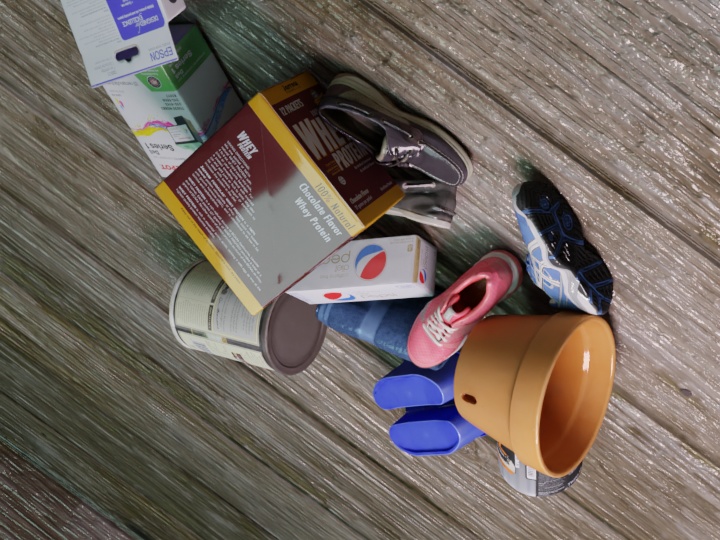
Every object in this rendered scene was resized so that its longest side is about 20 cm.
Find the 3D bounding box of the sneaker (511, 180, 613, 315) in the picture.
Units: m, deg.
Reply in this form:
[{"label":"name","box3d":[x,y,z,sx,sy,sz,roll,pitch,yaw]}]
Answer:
[{"label":"sneaker","box3d":[0.220,-0.019,1.461,0.077,0.076,0.200,-5,130,42]}]

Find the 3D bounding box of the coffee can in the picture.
[{"label":"coffee can","box3d":[-0.171,0.067,1.902,0.199,0.147,0.147,11,142,35]}]

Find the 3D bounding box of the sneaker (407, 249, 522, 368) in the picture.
[{"label":"sneaker","box3d":[0.115,0.051,1.577,0.074,0.087,0.200,47,118,12]}]

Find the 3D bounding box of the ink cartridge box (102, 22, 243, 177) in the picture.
[{"label":"ink cartridge box","box3d":[-0.239,-0.217,1.635,0.144,0.084,0.200,7,140,39]}]

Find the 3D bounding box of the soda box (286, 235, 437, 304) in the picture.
[{"label":"soda box","box3d":[0.000,0.000,1.658,0.199,0.069,0.064,-4,162,30]}]

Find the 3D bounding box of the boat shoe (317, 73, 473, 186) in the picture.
[{"label":"boat shoe","box3d":[0.038,-0.153,1.469,0.200,0.065,0.072,35,148,-1]}]

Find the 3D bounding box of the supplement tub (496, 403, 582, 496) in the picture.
[{"label":"supplement tub","box3d":[0.245,0.212,1.713,0.122,0.123,0.201,21,146,24]}]

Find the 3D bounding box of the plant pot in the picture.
[{"label":"plant pot","box3d":[0.207,0.138,1.540,0.139,0.200,0.201,14,144,34]}]

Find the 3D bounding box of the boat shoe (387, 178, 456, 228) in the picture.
[{"label":"boat shoe","box3d":[0.038,-0.100,1.567,0.199,0.057,0.067,17,-179,35]}]

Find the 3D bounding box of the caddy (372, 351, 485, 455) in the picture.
[{"label":"caddy","box3d":[0.114,0.190,1.836,0.200,0.105,0.142,-13,101,52]}]

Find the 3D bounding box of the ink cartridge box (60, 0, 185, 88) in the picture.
[{"label":"ink cartridge box","box3d":[-0.295,-0.335,1.505,0.198,0.043,0.201,-4,108,47]}]

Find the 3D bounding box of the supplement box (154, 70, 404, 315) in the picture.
[{"label":"supplement box","box3d":[-0.096,-0.094,1.506,0.200,0.133,0.198,-38,91,30]}]

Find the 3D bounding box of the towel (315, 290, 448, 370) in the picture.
[{"label":"towel","box3d":[0.044,0.058,1.707,0.199,0.112,0.049,22,148,23]}]

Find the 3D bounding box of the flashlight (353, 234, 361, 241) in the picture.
[{"label":"flashlight","box3d":[-0.086,-0.057,1.732,0.199,0.068,0.068,0,122,39]}]
